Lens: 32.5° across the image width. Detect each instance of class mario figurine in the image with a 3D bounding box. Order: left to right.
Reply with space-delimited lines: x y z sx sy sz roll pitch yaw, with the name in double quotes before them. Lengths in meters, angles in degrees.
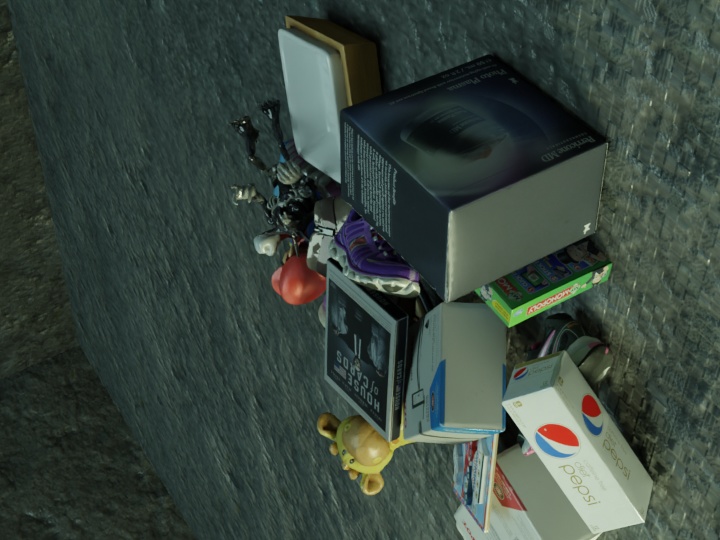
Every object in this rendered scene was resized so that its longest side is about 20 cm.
"mario figurine" -0.086 -0.033 1.752 0.107 0.121 0.202 100 -178 -49

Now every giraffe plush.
"giraffe plush" 0.030 0.209 1.700 0.173 0.161 0.201 50 171 32

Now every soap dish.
"soap dish" -0.032 -0.224 1.610 0.157 0.080 0.203 37 143 50

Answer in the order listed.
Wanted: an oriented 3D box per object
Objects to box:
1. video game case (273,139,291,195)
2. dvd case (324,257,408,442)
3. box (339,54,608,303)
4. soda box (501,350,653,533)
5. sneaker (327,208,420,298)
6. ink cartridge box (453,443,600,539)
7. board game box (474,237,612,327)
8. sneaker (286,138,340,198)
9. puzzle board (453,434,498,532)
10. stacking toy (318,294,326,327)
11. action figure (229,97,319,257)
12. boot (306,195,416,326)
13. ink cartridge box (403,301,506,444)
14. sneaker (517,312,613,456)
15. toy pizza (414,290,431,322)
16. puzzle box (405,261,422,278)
"video game case" -0.075 -0.083 1.913 0.201 0.018 0.144 58 156 21
"dvd case" 0.005 0.100 1.575 0.150 0.024 0.202 40 140 40
"box" 0.112 -0.101 1.259 0.198 0.198 0.124 46 149 38
"soda box" 0.234 0.184 1.320 0.068 0.064 0.201 -21 115 35
"sneaker" 0.017 -0.028 1.480 0.200 0.080 0.084 43 114 59
"ink cartridge box" 0.209 0.324 1.581 0.148 0.082 0.201 58 155 22
"board game box" 0.152 -0.037 1.311 0.200 0.133 0.029 50 152 35
"sneaker" -0.038 -0.124 1.733 0.200 0.080 0.089 49 170 44
"puzzle board" 0.144 0.207 1.558 0.151 0.017 0.203 -133 47 -76
"stacking toy" 0.009 -0.005 1.687 0.085 0.084 0.202 47 129 37
"action figure" -0.115 -0.118 1.645 0.118 0.102 0.203 -23 82 22
"boot" 0.000 0.000 1.616 0.144 0.070 0.203 8 100 17
"ink cartridge box" 0.110 0.129 1.496 0.200 0.083 0.149 132 141 -73
"sneaker" 0.221 0.125 1.401 0.087 0.079 0.202 57 144 34
"toy pizza" 0.047 0.066 1.767 0.200 0.031 0.202 47 150 39
"puzzle box" 0.063 -0.063 1.467 0.200 0.025 0.135 134 128 -77
